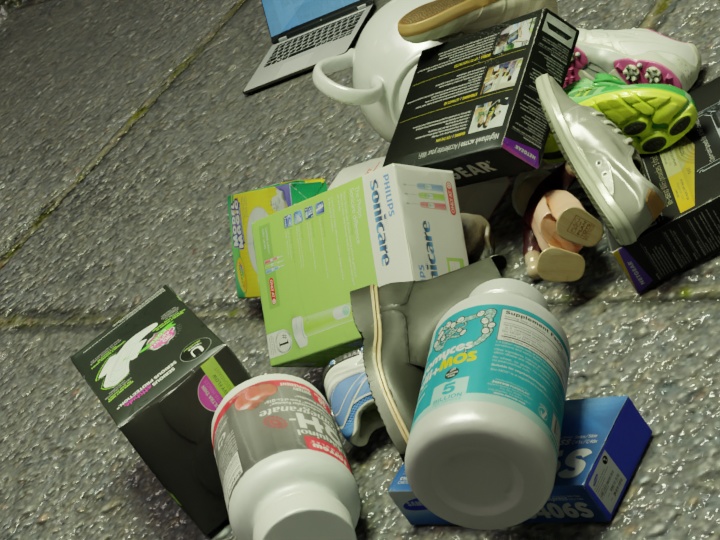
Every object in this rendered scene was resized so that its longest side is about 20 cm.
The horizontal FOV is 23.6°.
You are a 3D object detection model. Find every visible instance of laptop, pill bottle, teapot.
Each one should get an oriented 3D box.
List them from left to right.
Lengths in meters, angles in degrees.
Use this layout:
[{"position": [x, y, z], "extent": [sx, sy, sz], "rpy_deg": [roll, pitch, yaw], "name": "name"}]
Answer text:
[{"position": [-0.061, 0.180, 1.457], "extent": [0.111, 0.111, 0.200], "rpy_deg": [-33, 28, 5], "name": "pill bottle"}, {"position": [-0.088, -0.370, 2.419], "extent": [0.187, 0.116, 0.200], "rpy_deg": [-17, 31, 35], "name": "laptop"}, {"position": [0.081, -0.198, 1.836], "extent": [0.200, 0.197, 0.146], "rpy_deg": [-33, 26, 13], "name": "teapot"}, {"position": [0.101, 0.092, 1.313], "extent": [0.111, 0.111, 0.200], "rpy_deg": [-22, 28, 26], "name": "pill bottle"}]

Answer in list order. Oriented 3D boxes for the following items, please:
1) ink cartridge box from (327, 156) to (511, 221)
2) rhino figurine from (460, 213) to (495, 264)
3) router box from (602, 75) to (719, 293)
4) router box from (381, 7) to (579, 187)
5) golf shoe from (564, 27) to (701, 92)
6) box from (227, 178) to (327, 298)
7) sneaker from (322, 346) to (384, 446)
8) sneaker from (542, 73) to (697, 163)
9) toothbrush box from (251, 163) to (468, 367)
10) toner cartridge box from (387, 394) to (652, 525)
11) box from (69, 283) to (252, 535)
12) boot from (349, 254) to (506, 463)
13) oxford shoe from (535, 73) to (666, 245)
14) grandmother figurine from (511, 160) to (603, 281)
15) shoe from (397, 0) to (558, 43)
[{"position": [0.043, -0.064, 1.797], "extent": [0.200, 0.068, 0.117], "rpy_deg": [-8, 37, 42], "name": "ink cartridge box"}, {"position": [0.051, -0.011, 1.682], "extent": [0.200, 0.060, 0.088], "rpy_deg": [-4, 62, 43], "name": "rhino figurine"}, {"position": [0.291, -0.082, 1.543], "extent": [0.157, 0.052, 0.200], "rpy_deg": [-28, 27, 16], "name": "router box"}, {"position": [0.111, -0.157, 1.656], "extent": [0.200, 0.051, 0.149], "rpy_deg": [-10, 57, 56], "name": "router box"}, {"position": [0.255, -0.214, 1.762], "extent": [0.200, 0.075, 0.092], "rpy_deg": [22, 46, 31], "name": "golf shoe"}, {"position": [-0.089, -0.031, 1.817], "extent": [0.048, 0.118, 0.200], "rpy_deg": [-7, 0, -24], "name": "box"}, {"position": [0.063, 0.094, 1.521], "extent": [0.200, 0.076, 0.077], "rpy_deg": [-25, 50, 20], "name": "sneaker"}, {"position": [0.229, -0.152, 1.590], "extent": [0.200, 0.074, 0.084], "rpy_deg": [-2, 47, 52], "name": "sneaker"}, {"position": [0.000, 0.000, 1.614], "extent": [0.200, 0.086, 0.146], "rpy_deg": [-21, 73, 43], "name": "toothbrush box"}, {"position": [0.123, 0.152, 1.363], "extent": [0.200, 0.043, 0.095], "rpy_deg": [-10, 35, 43], "name": "toner cartridge box"}, {"position": [-0.166, 0.127, 1.632], "extent": [0.124, 0.149, 0.200], "rpy_deg": [-38, 25, -7], "name": "box"}, {"position": [0.073, 0.068, 1.425], "extent": [0.138, 0.078, 0.200], "rpy_deg": [-18, 47, 4], "name": "boot"}, {"position": [0.208, -0.103, 1.502], "extent": [0.058, 0.075, 0.200], "rpy_deg": [-31, 48, 5], "name": "oxford shoe"}, {"position": [0.177, -0.054, 1.601], "extent": [0.121, 0.060, 0.200], "rpy_deg": [-56, 13, 10], "name": "grandmother figurine"}, {"position": [0.125, -0.259, 1.754], "extent": [0.200, 0.054, 0.070], "rpy_deg": [-23, 17, -30], "name": "shoe"}]
